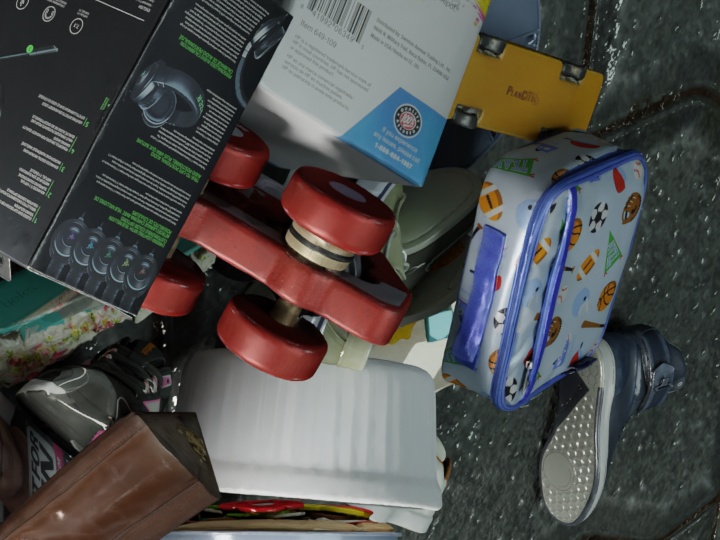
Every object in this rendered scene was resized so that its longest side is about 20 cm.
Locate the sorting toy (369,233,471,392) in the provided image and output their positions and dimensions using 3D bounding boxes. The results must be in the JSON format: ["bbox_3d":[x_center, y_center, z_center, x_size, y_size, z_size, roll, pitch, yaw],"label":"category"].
[{"bbox_3d":[0.040,0.055,1.341,0.180,0.107,0.200,-50,152,0],"label":"sorting toy"}]

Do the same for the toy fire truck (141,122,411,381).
[{"bbox_3d":[-0.057,-0.027,1.023,0.112,0.199,0.168,-62,178,16],"label":"toy fire truck"}]

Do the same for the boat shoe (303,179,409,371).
[{"bbox_3d":[0.000,0.000,1.153,0.072,0.062,0.200,-62,-178,43],"label":"boat shoe"}]

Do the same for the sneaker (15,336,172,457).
[{"bbox_3d":[-0.160,0.076,1.065,0.086,0.080,0.200,-52,-178,-13],"label":"sneaker"}]

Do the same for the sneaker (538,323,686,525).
[{"bbox_3d":[0.254,0.149,1.674,0.146,0.077,0.203,-12,119,-44],"label":"sneaker"}]

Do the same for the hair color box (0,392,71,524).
[{"bbox_3d":[-0.239,0.123,1.015,0.060,0.100,0.200,-19,142,12],"label":"hair color box"}]

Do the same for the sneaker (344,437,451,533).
[{"bbox_3d":[0.020,0.162,1.398,0.085,0.073,0.200,-61,155,0],"label":"sneaker"}]

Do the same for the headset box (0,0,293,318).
[{"bbox_3d":[-0.163,-0.092,0.922,0.093,0.174,0.201,31,86,-53],"label":"headset box"}]

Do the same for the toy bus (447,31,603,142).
[{"bbox_3d":[0.101,-0.136,1.229,0.200,0.078,0.065,7,107,-51],"label":"toy bus"}]

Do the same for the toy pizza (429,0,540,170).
[{"bbox_3d":[0.063,-0.162,1.270,0.200,0.032,0.201,-26,129,-38],"label":"toy pizza"}]

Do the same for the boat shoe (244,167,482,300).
[{"bbox_3d":[0.007,-0.003,1.243,0.201,0.072,0.060,-33,132,-3],"label":"boat shoe"}]

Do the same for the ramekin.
[{"bbox_3d":[-0.039,0.112,1.185,0.200,0.200,0.098,17,75,-54],"label":"ramekin"}]

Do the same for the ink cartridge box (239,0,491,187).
[{"bbox_3d":[-0.020,-0.176,1.027,0.146,0.146,0.201,29,78,-40],"label":"ink cartridge box"}]

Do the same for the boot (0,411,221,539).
[{"bbox_3d":[-0.149,0.177,1.003,0.200,0.064,0.186,-39,142,-1],"label":"boot"}]

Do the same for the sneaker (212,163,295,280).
[{"bbox_3d":[-0.044,-0.084,1.167,0.201,0.080,0.086,-61,164,-2],"label":"sneaker"}]

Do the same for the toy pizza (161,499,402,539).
[{"bbox_3d":[-0.069,0.181,1.208,0.200,0.199,0.032,13,74,-53],"label":"toy pizza"}]

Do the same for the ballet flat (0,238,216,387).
[{"bbox_3d":[-0.168,0.013,1.077,0.199,0.076,0.064,-26,140,-28],"label":"ballet flat"}]

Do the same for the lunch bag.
[{"bbox_3d":[0.131,0.003,1.230,0.160,0.075,0.201,-25,132,-48],"label":"lunch bag"}]
